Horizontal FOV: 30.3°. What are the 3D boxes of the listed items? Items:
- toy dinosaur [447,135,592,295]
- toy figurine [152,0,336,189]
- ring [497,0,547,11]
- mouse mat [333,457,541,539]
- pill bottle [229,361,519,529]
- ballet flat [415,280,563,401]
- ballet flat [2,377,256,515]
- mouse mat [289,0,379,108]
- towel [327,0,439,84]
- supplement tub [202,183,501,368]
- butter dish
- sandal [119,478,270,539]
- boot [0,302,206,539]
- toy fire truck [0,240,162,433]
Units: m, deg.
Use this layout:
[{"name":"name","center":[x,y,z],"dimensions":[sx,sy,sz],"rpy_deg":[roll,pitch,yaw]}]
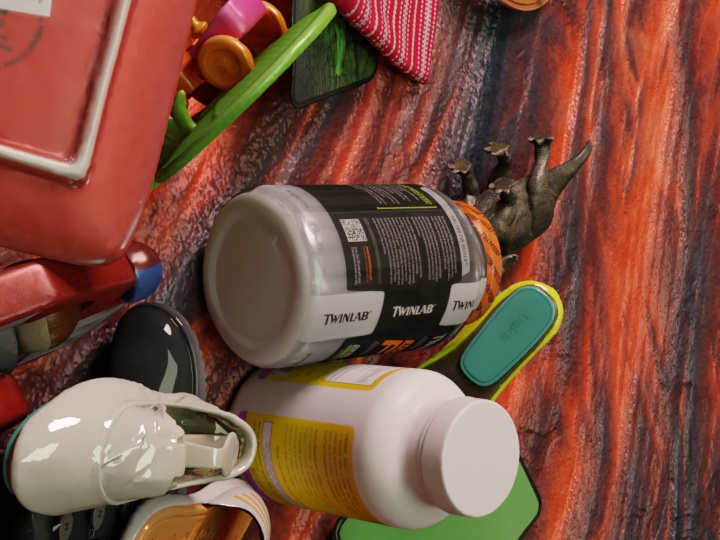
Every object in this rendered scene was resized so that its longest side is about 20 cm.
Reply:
[{"name":"toy dinosaur","center":[0.124,-0.052,1.100],"dimensions":[0.200,0.077,0.103],"rpy_deg":[-46,141,-41]},{"name":"toy figurine","center":[-0.146,-0.156,0.798],"dimensions":[0.184,0.200,0.150],"rpy_deg":[45,37,-11]},{"name":"ring","center":[0.128,-0.317,1.104],"dimensions":[0.200,0.019,0.201],"rpy_deg":[7,81,-53]},{"name":"mouse mat","center":[0.068,0.200,1.072],"dimensions":[0.200,0.008,0.161],"rpy_deg":[-45,120,-34]},{"name":"pill bottle","center":[0.007,0.116,0.892],"dimensions":[0.104,0.200,0.105],"rpy_deg":[-1,91,-43]},{"name":"ballet flat","center":[0.077,0.085,1.023],"dimensions":[0.200,0.067,0.067],"rpy_deg":[-43,84,3]},{"name":"ballet flat","center":[-0.111,0.094,0.713],"dimensions":[0.200,0.069,0.070],"rpy_deg":[11,82,-71]},{"name":"mouse mat","center":[-0.013,-0.222,0.931],"dimensions":[0.161,0.008,0.201],"rpy_deg":[-36,131,-62]},{"name":"towel","center":[0.026,-0.232,0.974],"dimensions":[0.200,0.022,0.145],"rpy_deg":[24,73,-67]},{"name":"supplement tub","center":[0.000,0.000,0.937],"dimensions":[0.200,0.122,0.123],"rpy_deg":[-4,93,-42]},{"name":"butter dish","center":[-0.199,-0.112,0.675],"dimensions":[0.199,0.148,0.200],"rpy_deg":[16,80,-19]},{"name":"sandal","center":[-0.095,0.180,0.833],"dimensions":[0.079,0.059,0.207],"rpy_deg":[-66,166,1]},{"name":"boot","center":[-0.162,0.104,0.768],"dimensions":[0.200,0.065,0.166],"rpy_deg":[-1,92,-70]},{"name":"toy fire truck","center":[-0.195,0.030,0.710],"dimensions":[0.168,0.200,0.112],"rpy_deg":[-25,86,-37]}]
